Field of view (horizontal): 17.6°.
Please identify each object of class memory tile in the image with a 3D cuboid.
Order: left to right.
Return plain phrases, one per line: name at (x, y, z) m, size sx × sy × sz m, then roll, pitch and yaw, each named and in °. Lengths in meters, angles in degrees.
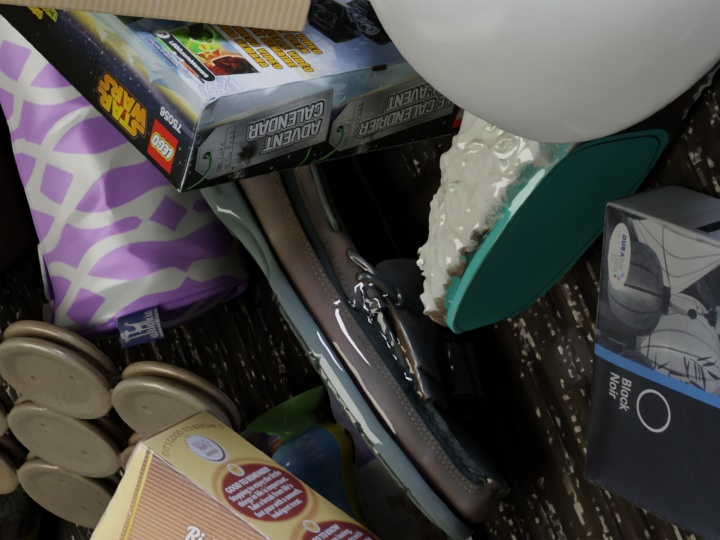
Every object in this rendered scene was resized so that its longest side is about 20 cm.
memory tile at (-0.139, 0.056, 0.933) m, size 0.199 × 0.017 × 0.154 m, roll 18°, pitch 149°, yaw 10°

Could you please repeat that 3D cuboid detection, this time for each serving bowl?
serving bowl at (0.052, -0.141, 0.666) m, size 0.200 × 0.065 × 0.201 m, roll -27°, pitch 57°, yaw 52°

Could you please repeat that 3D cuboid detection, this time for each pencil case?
pencil case at (-0.109, -0.065, 0.921) m, size 0.085 × 0.084 × 0.201 m, roll -18°, pitch 85°, yaw 11°

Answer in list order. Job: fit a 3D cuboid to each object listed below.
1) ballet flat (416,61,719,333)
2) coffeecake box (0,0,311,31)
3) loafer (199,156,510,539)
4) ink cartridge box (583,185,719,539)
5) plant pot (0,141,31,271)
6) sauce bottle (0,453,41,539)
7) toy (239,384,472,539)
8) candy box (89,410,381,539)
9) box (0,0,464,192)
ballet flat at (0.074, -0.066, 0.727) m, size 0.072 × 0.072 × 0.200 m, roll 55°, pitch 128°, yaw 23°
coffeecake box at (-0.103, -0.167, 0.775) m, size 0.200 × 0.152 × 0.073 m, roll -110°, pitch 29°, yaw -50°
loafer at (0.000, 0.000, 0.832) m, size 0.063 × 0.072 × 0.200 m, roll -36°, pitch 69°, yaw 4°
ink cartridge box at (0.151, 0.049, 0.689) m, size 0.199 × 0.039 × 0.100 m, roll 22°, pitch 117°, yaw 44°
plant pot at (-0.238, -0.052, 1.017) m, size 0.200 × 0.200 × 0.175 m, roll -25°, pitch 99°, yaw 50°
sauce bottle at (-0.194, 0.176, 1.114) m, size 0.065 × 0.064 × 0.201 m, roll 37°, pitch 127°, yaw 37°
toy at (0.006, 0.141, 0.881) m, size 0.115 × 0.047 × 0.201 m, roll -37°, pitch 73°, yaw 50°
candy box at (-0.015, 0.155, 0.825) m, size 0.200 × 0.056 × 0.117 m, roll 35°, pitch 112°, yaw 14°
box at (-0.063, -0.108, 0.815) m, size 0.200 × 0.136 × 0.040 m, roll 44°, pitch 131°, yaw 33°
